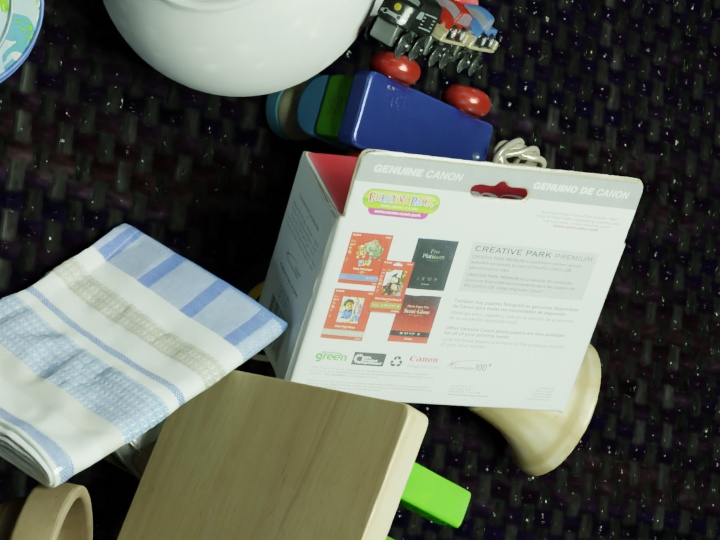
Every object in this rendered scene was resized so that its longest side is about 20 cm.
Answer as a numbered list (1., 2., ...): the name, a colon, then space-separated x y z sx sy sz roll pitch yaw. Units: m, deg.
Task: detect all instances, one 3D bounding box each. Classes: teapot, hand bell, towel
1. teapot: -0.085 -0.207 1.369 0.200 0.146 0.198 -42 77 2
2. hand bell: 0.059 0.060 1.572 0.199 0.104 0.105 25 72 -23
3. towel: -0.161 0.046 1.346 0.200 0.146 0.024 -33 140 -37

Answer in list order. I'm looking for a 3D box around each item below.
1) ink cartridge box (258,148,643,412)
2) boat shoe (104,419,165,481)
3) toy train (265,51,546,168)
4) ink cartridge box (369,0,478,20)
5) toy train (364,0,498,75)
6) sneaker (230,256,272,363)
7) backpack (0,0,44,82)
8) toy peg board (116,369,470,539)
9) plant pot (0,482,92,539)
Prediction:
1. ink cartridge box: 0.055 -0.009 1.406 0.199 0.084 0.176 5 120 -24
2. boat shoe: -0.112 0.114 1.422 0.075 0.068 0.200 -51 118 -30
3. toy train: 0.037 -0.086 1.533 0.199 0.115 0.085 20 84 -42
4. ink cartridge box: -0.009 -0.268 1.518 0.144 0.084 0.201 -9 93 -39
5. toy train: 0.050 -0.158 1.461 0.046 0.034 0.200 -62 164 10
6. sneaker: 0.000 0.000 1.485 0.199 0.090 0.070 -14 71 -29
7. backpack: -0.275 -0.162 1.253 0.200 0.146 0.184 -29 108 -40
8. toy peg board: -0.044 0.176 1.318 0.098 0.198 0.201 33 72 -40
9. plant pot: -0.219 0.215 1.286 0.092 0.201 0.202 10 78 4
